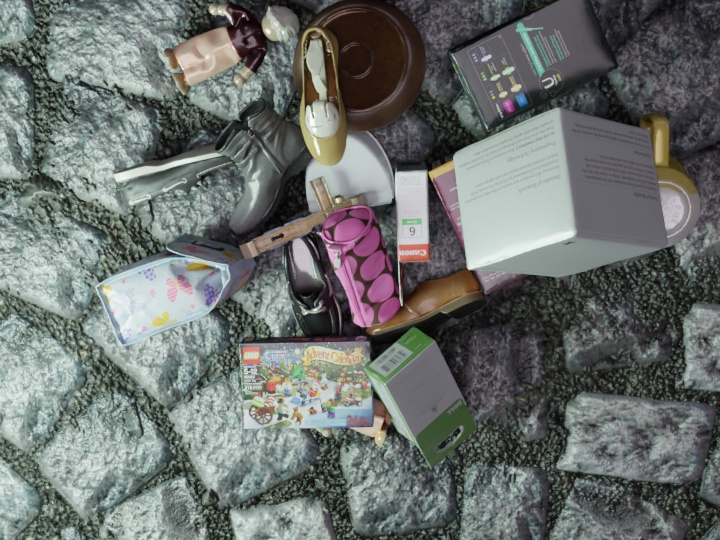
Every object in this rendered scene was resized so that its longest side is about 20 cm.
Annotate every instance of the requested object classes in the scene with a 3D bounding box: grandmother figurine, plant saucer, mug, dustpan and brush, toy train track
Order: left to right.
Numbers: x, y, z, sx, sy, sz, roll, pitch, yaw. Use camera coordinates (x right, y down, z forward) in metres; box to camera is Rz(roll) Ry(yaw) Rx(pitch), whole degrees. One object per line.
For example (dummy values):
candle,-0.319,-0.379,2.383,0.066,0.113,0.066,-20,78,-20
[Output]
grandmother figurine,-0.186,-0.338,1.554,0.200,0.061,0.122,-21,109,4
toy train track,-0.081,-0.064,1.549,0.200,0.033,0.115,-23,103,-8
grandmother figurine,-0.047,0.205,1.661,0.199,0.061,0.122,19,93,-3
dustpan and brush,-0.029,-0.194,1.587,0.139,0.057,0.201,-8,107,15
plant saucer,-0.005,-0.304,1.541,0.200,0.034,0.201,0,88,9
mug,0.409,-0.113,1.520,0.149,0.153,0.187,-31,98,10

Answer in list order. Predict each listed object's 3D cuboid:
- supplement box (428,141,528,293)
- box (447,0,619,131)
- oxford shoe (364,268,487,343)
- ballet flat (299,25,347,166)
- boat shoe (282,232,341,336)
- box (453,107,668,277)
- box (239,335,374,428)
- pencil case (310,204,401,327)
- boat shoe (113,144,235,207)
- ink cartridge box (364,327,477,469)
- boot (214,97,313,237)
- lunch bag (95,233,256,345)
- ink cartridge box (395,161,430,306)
supplement box,0.179,-0.080,1.562,0.085,0.110,0.200,-25,99,8
box,0.239,-0.299,1.494,0.200,0.149,0.125,-26,100,9
oxford shoe,0.092,0.057,1.629,0.200,0.071,0.071,-24,69,10
ballet flat,-0.060,-0.250,1.498,0.068,0.063,0.201,-7,86,9
boat shoe,-0.076,0.032,1.617,0.074,0.060,0.201,-9,101,5
box,0.268,-0.096,1.421,0.200,0.199,0.172,-20,71,48
box,-0.081,0.171,1.610,0.199,0.038,0.137,-2,102,4
pencil case,0.000,0.000,1.554,0.091,0.094,0.200,-2,137,20
boat shoe,-0.272,-0.145,1.596,0.199,0.074,0.060,-15,106,3
ink cartridge box,0.095,0.197,1.615,0.104,0.059,0.200,-39,125,-16
boot,-0.167,-0.153,1.557,0.132,0.070,0.200,26,104,-39
lunch bag,-0.266,0.016,1.579,0.199,0.170,0.127,-18,97,10
ink cartridge box,0.079,-0.056,1.573,0.050,0.109,0.201,-3,102,3
